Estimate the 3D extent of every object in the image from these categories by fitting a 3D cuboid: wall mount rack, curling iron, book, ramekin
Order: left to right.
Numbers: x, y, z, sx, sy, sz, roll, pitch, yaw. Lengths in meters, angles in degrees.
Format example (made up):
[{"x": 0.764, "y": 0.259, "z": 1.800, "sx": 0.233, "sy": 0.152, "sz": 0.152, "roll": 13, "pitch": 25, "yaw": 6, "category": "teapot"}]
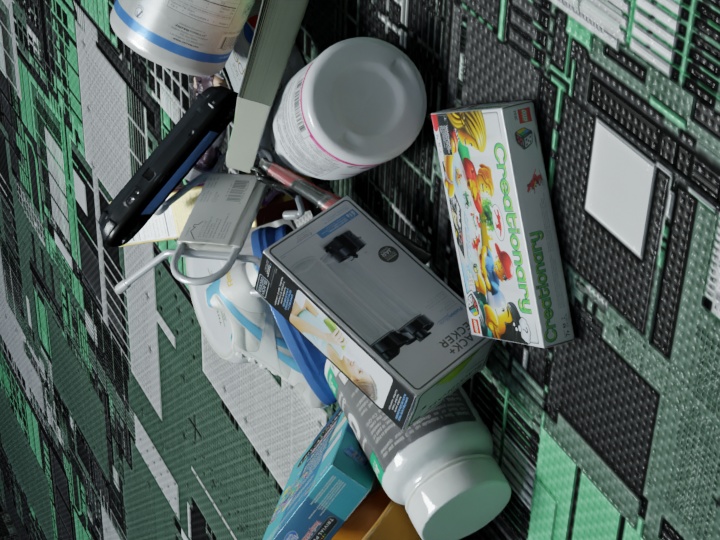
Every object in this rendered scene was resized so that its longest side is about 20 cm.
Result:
[{"x": -0.156, "y": -0.038, "z": 1.605, "sx": 0.075, "sy": 0.173, "sz": 0.200, "roll": 77, "pitch": -156, "yaw": -43, "category": "wall mount rack"}, {"x": -0.135, "y": 0.018, "z": 1.886, "sx": 0.202, "sy": 0.094, "sz": 0.203, "roll": 45, "pitch": 142, "yaw": 50, "category": "ramekin"}, {"x": -0.087, "y": -0.213, "z": 1.572, "sx": 0.134, "sy": 0.048, "sz": 0.201, "roll": 114, "pitch": 171, "yaw": -62, "category": "book"}, {"x": -0.018, "y": -0.060, "z": 1.540, "sx": 0.200, "sy": 0.026, "sz": 0.050, "roll": 27, "pitch": 180, "yaw": 15, "category": "curling iron"}]

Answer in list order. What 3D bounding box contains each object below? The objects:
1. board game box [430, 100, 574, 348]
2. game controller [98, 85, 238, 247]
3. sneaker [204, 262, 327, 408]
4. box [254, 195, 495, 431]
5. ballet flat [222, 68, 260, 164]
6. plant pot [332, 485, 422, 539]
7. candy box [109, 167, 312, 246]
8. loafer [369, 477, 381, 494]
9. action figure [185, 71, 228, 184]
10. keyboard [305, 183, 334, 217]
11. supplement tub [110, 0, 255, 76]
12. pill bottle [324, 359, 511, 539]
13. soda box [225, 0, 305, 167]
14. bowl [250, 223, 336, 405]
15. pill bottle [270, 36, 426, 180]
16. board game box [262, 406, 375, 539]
[{"x": 0.118, "y": -0.039, "z": 1.343, "sx": 0.126, "sy": 0.035, "sz": 0.201, "roll": 6, "pitch": 109, "yaw": 65, "category": "board game box"}, {"x": -0.188, "y": -0.104, "z": 1.615, "sx": 0.042, "sy": 0.200, "sz": 0.104, "roll": 42, "pitch": -176, "yaw": 10, "category": "game controller"}, {"x": -0.097, "y": 0.077, "z": 1.784, "sx": 0.200, "sy": 0.081, "sz": 0.077, "roll": 58, "pitch": -168, "yaw": -22, "category": "sneaker"}, {"x": 0.014, "y": 0.036, "z": 1.454, "sx": 0.200, "sy": 0.117, "sz": 0.060, "roll": 44, "pitch": 145, "yaw": 19, "category": "box"}, {"x": -0.130, "y": -0.212, "z": 1.774, "sx": 0.066, "sy": 0.057, "sz": 0.201, "roll": -34, "pitch": 74, "yaw": 48, "category": "ballet flat"}, {"x": 0.034, "y": 0.338, "z": 1.563, "sx": 0.183, "sy": 0.200, "sz": 0.200, "roll": 45, "pitch": 155, "yaw": -3, "category": "plant pot"}, {"x": -0.163, "y": -0.071, "z": 1.758, "sx": 0.199, "sy": 0.117, "sz": 0.057, "roll": -5, "pitch": 99, "yaw": 34, "category": "candy box"}, {"x": 0.006, "y": 0.229, "z": 1.730, "sx": 0.200, "sy": 0.070, "sz": 0.070, "roll": 0, "pitch": 99, "yaw": 59, "category": "loafer"}, {"x": -0.171, "y": -0.176, "z": 1.884, "sx": 0.130, "sy": 0.069, "sz": 0.201, "roll": -137, "pitch": 55, "yaw": -68, "category": "action figure"}, {"x": 0.000, "y": 0.000, "z": 1.637, "sx": 0.104, "sy": 0.040, "sz": 0.201, "roll": 9, "pitch": 122, "yaw": 68, "category": "keyboard"}, {"x": -0.160, "y": -0.311, "z": 1.615, "sx": 0.132, "sy": 0.132, "sz": 0.200, "roll": 51, "pitch": 122, "yaw": 45, "category": "supplement tub"}, {"x": 0.055, "y": 0.148, "z": 1.502, "sx": 0.200, "sy": 0.113, "sz": 0.113, "roll": 60, "pitch": 153, "yaw": 33, "category": "pill bottle"}, {"x": -0.100, "y": -0.211, "z": 1.707, "sx": 0.201, "sy": 0.063, "sz": 0.068, "roll": 69, "pitch": 156, "yaw": 16, "category": "soda box"}, {"x": -0.056, "y": 0.043, "z": 1.685, "sx": 0.201, "sy": 0.039, "sz": 0.201, "roll": -24, "pitch": -90, "yaw": -85, "category": "bowl"}, {"x": -0.019, "y": -0.144, "z": 1.484, "sx": 0.200, "sy": 0.113, "sz": 0.114, "roll": 171, "pitch": 85, "yaw": -75, "category": "pill bottle"}, {"x": -0.031, "y": 0.208, "z": 1.600, "sx": 0.151, "sy": 0.047, "sz": 0.200, "roll": -53, "pitch": 5, "yaw": 25, "category": "board game box"}]
